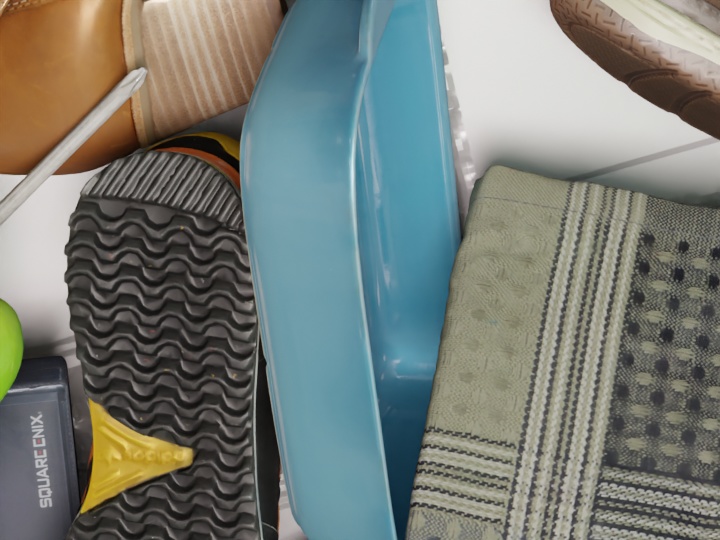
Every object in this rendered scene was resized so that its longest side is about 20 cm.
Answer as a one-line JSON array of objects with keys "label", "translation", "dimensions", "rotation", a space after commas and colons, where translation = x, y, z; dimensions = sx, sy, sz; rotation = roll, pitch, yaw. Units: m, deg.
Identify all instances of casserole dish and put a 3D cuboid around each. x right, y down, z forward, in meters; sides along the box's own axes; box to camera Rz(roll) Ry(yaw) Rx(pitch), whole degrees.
[{"label": "casserole dish", "translation": [0.000, 0.000, 0.742], "dimensions": [0.039, 0.121, 0.200], "rotation": [2, 127, 14]}]

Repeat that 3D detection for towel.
[{"label": "towel", "translation": [0.110, 0.071, 0.735], "dimensions": [0.192, 0.035, 0.200], "rotation": [10, 62, 5]}]

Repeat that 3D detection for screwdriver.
[{"label": "screwdriver", "translation": [-0.129, 0.008, 0.753], "dimensions": [0.028, 0.029, 0.200], "rotation": [36, 120, -27]}]

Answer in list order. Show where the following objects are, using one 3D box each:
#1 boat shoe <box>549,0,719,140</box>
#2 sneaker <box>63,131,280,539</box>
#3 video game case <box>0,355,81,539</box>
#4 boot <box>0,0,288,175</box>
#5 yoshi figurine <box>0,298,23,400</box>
[{"label": "boat shoe", "translation": [0.153, -0.063, 0.784], "dimensions": [0.202, 0.075, 0.075], "rotation": [26, 87, -20]}, {"label": "sneaker", "translation": [-0.049, 0.056, 0.767], "dimensions": [0.070, 0.090, 0.200], "rotation": [8, 104, 12]}, {"label": "video game case", "translation": [-0.184, 0.097, 0.786], "dimensions": [0.200, 0.019, 0.143], "rotation": [-6, 124, -7]}, {"label": "boot", "translation": [-0.114, -0.118, 0.726], "dimensions": [0.154, 0.074, 0.200], "rotation": [-15, 105, 1]}, {"label": "yoshi figurine", "translation": [-0.162, 0.084, 0.705], "dimensions": [0.112, 0.112, 0.200], "rotation": [20, 117, -19]}]
